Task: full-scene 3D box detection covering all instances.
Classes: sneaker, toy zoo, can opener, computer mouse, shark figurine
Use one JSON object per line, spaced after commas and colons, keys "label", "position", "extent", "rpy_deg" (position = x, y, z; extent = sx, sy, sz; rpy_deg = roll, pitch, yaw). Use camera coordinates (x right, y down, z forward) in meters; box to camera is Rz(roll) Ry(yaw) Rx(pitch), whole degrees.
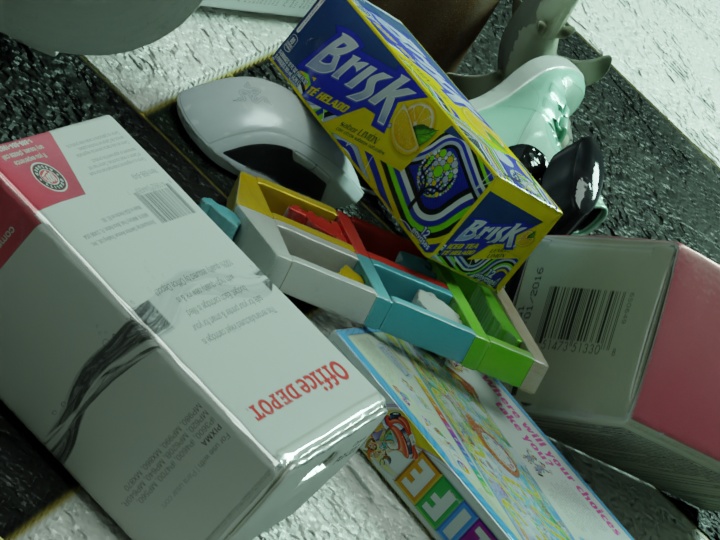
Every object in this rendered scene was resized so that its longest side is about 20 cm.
{"label": "sneaker", "position": [0.122, -0.070, 1.910], "extent": [0.118, 0.074, 0.200], "rpy_deg": [41, 34, 12]}
{"label": "toy zoo", "position": [0.000, 0.000, 1.586], "extent": [0.199, 0.021, 0.131], "rpy_deg": [23, 16, -18]}
{"label": "can opener", "position": [0.091, -0.010, 1.744], "extent": [0.063, 0.079, 0.201], "rpy_deg": [31, 45, -7]}
{"label": "computer mouse", "position": [-0.026, -0.073, 1.714], "extent": [0.199, 0.044, 0.110], "rpy_deg": [19, 32, -47]}
{"label": "shark figurine", "position": [0.135, -0.182, 2.004], "extent": [0.127, 0.215, 0.090], "rpy_deg": [15, 40, -22]}

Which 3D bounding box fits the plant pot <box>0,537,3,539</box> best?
{"label": "plant pot", "position": [-0.190, 0.171, 0.779], "extent": [0.201, 0.201, 0.189], "rpy_deg": [42, 36, -1]}

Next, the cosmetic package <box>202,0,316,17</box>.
{"label": "cosmetic package", "position": [-0.076, -0.223, 1.868], "extent": [0.102, 0.074, 0.200], "rpy_deg": [45, 22, 21]}

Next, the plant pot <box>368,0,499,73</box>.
{"label": "plant pot", "position": [0.055, -0.269, 2.014], "extent": [0.186, 0.200, 0.187], "rpy_deg": [35, 22, -17]}

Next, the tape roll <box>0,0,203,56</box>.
{"label": "tape roll", "position": [-0.152, -0.218, 1.541], "extent": [0.202, 0.202, 0.071], "rpy_deg": [39, 37, -8]}

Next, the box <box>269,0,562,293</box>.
{"label": "box", "position": [0.030, -0.079, 1.665], "extent": [0.070, 0.064, 0.200], "rpy_deg": [26, 19, -47]}

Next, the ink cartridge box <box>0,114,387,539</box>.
{"label": "ink cartridge box", "position": [-0.099, 0.033, 1.328], "extent": [0.200, 0.085, 0.146], "rpy_deg": [44, 21, 9]}

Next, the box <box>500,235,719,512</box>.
{"label": "box", "position": [0.192, 0.065, 1.675], "extent": [0.199, 0.110, 0.127], "rpy_deg": [26, -14, -37]}

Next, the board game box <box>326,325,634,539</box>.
{"label": "board game box", "position": [0.068, 0.112, 1.540], "extent": [0.200, 0.034, 0.134], "rpy_deg": [50, 22, 18]}
